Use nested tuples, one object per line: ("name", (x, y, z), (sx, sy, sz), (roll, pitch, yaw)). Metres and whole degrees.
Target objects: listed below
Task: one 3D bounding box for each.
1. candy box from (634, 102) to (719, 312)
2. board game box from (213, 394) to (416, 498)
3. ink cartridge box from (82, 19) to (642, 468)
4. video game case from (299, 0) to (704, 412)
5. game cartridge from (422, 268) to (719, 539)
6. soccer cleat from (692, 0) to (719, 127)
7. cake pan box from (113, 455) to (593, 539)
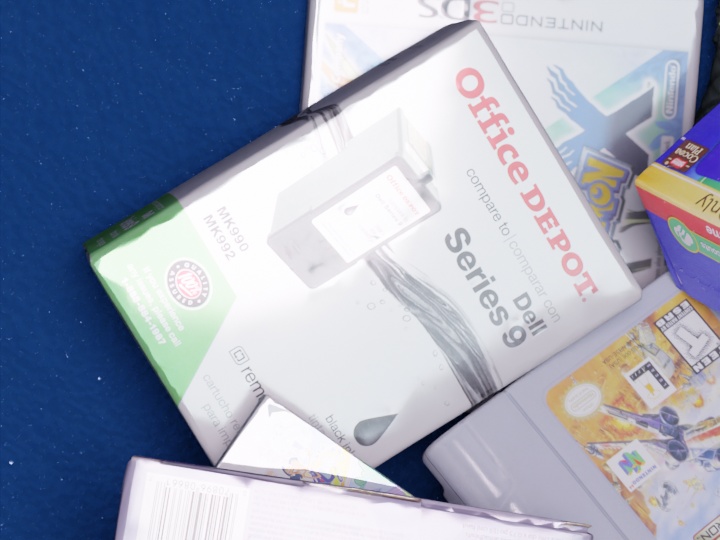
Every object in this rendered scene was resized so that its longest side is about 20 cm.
("candy box", (0.244, -0.049, 1.209), (0.200, 0.169, 0.077), (-42, 130, -15))
("board game box", (-0.041, 0.171, 1.183), (0.134, 0.034, 0.200), (34, 86, -2))
("ink cartridge box", (0.000, 0.000, 1.249), (0.200, 0.084, 0.146), (-32, 96, -4))
("video game case", (0.060, -0.034, 1.307), (0.182, 0.022, 0.200), (4, 93, -6))
("game cartridge", (0.141, 0.077, 1.255), (0.200, 0.042, 0.133), (-35, 75, -26))
("soccer cleat", (0.189, -0.141, 1.301), (0.081, 0.068, 0.200), (27, 92, 14))
("cake pan box", (-0.018, 0.177, 1.142), (0.200, 0.052, 0.185), (8, 85, -4))
